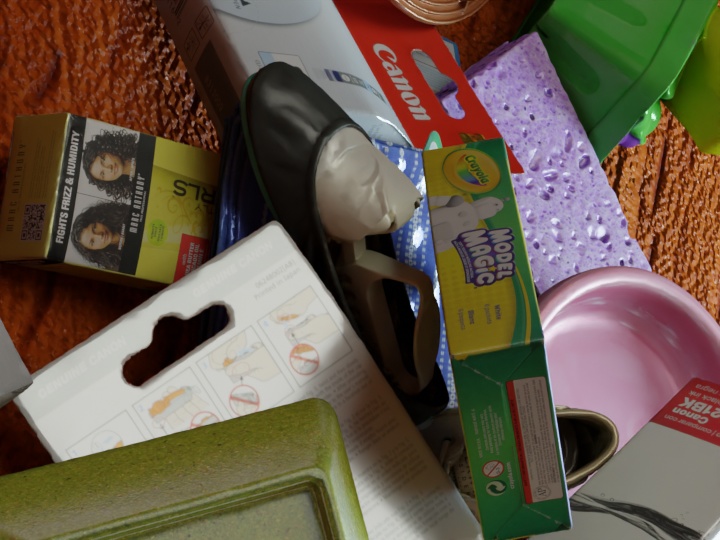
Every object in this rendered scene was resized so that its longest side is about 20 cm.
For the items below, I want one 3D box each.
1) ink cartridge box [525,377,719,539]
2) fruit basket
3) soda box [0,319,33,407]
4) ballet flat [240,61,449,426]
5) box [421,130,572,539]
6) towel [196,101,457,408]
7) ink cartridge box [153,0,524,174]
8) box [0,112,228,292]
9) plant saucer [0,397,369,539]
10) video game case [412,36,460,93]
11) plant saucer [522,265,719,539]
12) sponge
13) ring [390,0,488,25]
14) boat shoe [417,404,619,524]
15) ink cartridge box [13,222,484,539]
[{"bbox_3d":[0.159,0.176,1.009,0.200,0.084,0.144,-39,131,-33],"label":"ink cartridge box"},{"bbox_3d":[0.208,-0.130,1.282,0.215,0.156,0.216,20,46,-22],"label":"fruit basket"},{"bbox_3d":[-0.224,-0.017,0.819,0.068,0.063,0.200,-24,85,-51],"label":"soda box"},{"bbox_3d":[0.003,-0.011,0.939,0.068,0.068,0.200,-44,124,-46],"label":"ballet flat"},{"bbox_3d":[0.064,0.023,0.932,0.200,0.048,0.117,-98,177,-55],"label":"box"},{"bbox_3d":[0.000,0.000,0.997,0.200,0.024,0.145,10,86,-43],"label":"towel"},{"bbox_3d":[-0.009,-0.125,1.071,0.200,0.047,0.160,1,46,-34],"label":"ink cartridge box"},{"bbox_3d":[-0.085,-0.023,0.966,0.200,0.050,0.075,15,81,-43],"label":"box"},{"bbox_3d":[-0.067,0.167,0.808,0.199,0.048,0.200,-13,84,-26],"label":"plant saucer"},{"bbox_3d":[0.016,-0.073,1.151,0.143,0.018,0.200,19,54,-40],"label":"video game case"},{"bbox_3d":[0.149,0.099,1.128,0.200,0.051,0.201,8,75,-34],"label":"plant saucer"},{"bbox_3d":[0.115,-0.037,1.188,0.112,0.030,0.200,-37,104,-43],"label":"sponge"},{"bbox_3d":[0.051,-0.249,1.150,0.200,0.019,0.201,-6,97,-53],"label":"ring"},{"bbox_3d":[0.042,0.104,0.992,0.200,0.065,0.072,-9,84,-28],"label":"boat shoe"},{"bbox_3d":[-0.051,0.102,0.893,0.160,0.047,0.200,-34,92,-27],"label":"ink cartridge box"}]
